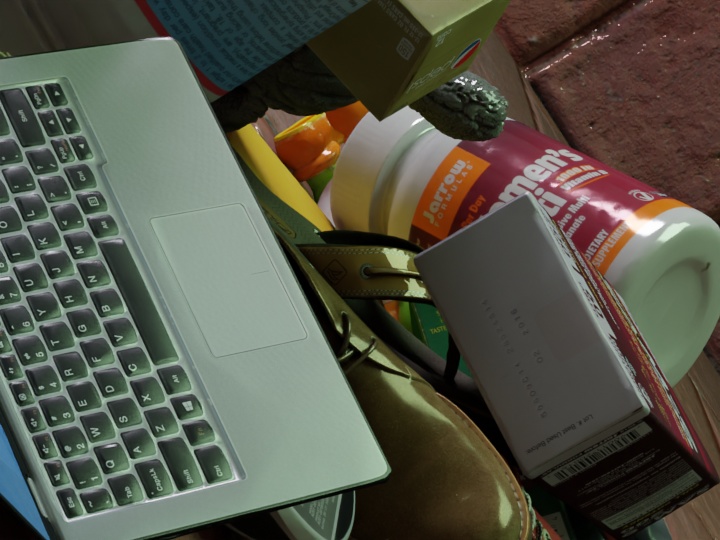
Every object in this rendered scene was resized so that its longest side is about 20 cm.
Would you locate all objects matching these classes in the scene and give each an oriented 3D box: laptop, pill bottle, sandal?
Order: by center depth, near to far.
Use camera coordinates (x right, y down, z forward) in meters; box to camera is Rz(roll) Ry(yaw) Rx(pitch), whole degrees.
[{"bbox_3d":[-0.090,-0.020,0.803,0.199,0.116,0.188,-11,62,-32],"label":"laptop"},{"bbox_3d":[-0.057,-0.137,1.079,0.109,0.199,0.109,55,10,-15],"label":"pill bottle"},{"bbox_3d":[0.000,0.000,1.153,0.200,0.055,0.082,44,9,7],"label":"sandal"},{"bbox_3d":[0.084,-0.016,1.352,0.199,0.110,0.110,29,-9,35],"label":"pill bottle"}]

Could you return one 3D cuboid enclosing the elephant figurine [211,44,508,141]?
[{"bbox_3d":[-0.048,-0.130,1.250,0.200,0.155,0.142,57,-2,28],"label":"elephant figurine"}]

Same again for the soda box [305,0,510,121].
[{"bbox_3d":[-0.025,-0.167,1.174,0.200,0.064,0.068,47,50,13],"label":"soda box"}]

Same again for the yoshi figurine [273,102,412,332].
[{"bbox_3d":[0.043,-0.017,1.495,0.201,0.112,0.112,61,3,-1],"label":"yoshi figurine"}]

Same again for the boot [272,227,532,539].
[{"bbox_3d":[-0.011,0.048,1.033,0.200,0.074,0.076,44,-13,23],"label":"boot"}]

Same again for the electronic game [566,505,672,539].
[{"bbox_3d":[0.129,0.182,1.307,0.200,0.041,0.201,166,-90,-78],"label":"electronic game"}]

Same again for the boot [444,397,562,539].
[{"bbox_3d":[0.075,0.141,1.098,0.200,0.072,0.144,46,-15,9],"label":"boot"}]

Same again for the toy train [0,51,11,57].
[{"bbox_3d":[-0.148,-0.075,0.945,0.046,0.034,0.200,50,5,30],"label":"toy train"}]

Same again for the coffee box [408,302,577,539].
[{"bbox_3d":[0.073,0.113,1.264,0.123,0.044,0.201,78,-6,-60],"label":"coffee box"}]

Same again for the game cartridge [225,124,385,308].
[{"bbox_3d":[-0.026,0.014,1.286,0.176,0.032,0.200,51,10,-37],"label":"game cartridge"}]

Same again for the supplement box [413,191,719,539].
[{"bbox_3d":[0.096,0.047,1.144,0.109,0.061,0.200,63,8,19],"label":"supplement box"}]

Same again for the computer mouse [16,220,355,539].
[{"bbox_3d":[-0.068,0.036,0.953,0.200,0.044,0.110,55,26,-28],"label":"computer mouse"}]
